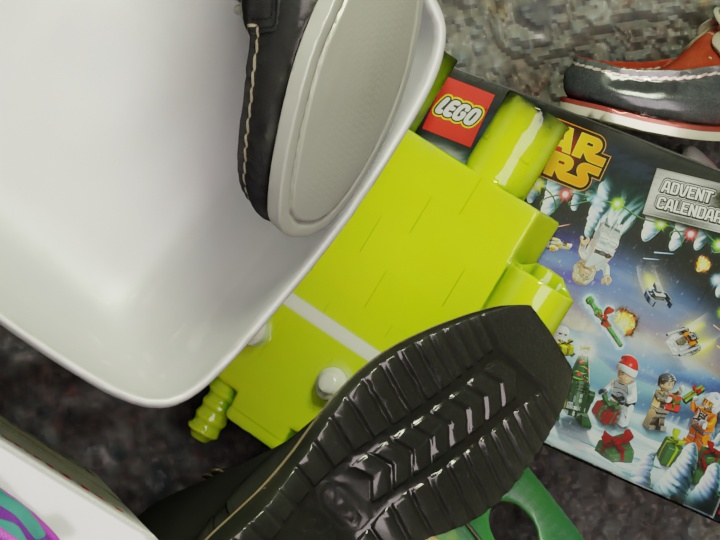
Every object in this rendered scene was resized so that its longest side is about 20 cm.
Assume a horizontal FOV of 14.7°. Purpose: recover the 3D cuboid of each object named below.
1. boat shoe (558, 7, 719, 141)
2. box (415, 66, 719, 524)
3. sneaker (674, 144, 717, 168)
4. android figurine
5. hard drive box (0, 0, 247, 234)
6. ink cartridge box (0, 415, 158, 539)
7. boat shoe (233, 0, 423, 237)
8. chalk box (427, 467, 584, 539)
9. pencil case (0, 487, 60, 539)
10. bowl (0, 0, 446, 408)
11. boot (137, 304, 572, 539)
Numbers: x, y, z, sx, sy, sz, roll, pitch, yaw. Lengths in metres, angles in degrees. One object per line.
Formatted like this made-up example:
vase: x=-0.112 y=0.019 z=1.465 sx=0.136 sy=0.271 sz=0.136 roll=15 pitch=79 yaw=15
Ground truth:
boat shoe: x=0.182 y=-0.091 z=1.252 sx=0.199 sy=0.071 sz=0.063 roll=-1 pitch=105 yaw=-17
box: x=0.095 y=0.008 z=1.199 sx=0.199 sy=0.040 sz=0.137 roll=23 pitch=86 yaw=24
sneaker: x=0.169 y=-0.007 z=1.254 sx=0.199 sy=0.078 sz=0.100 roll=-2 pitch=90 yaw=-14
android figurine: x=0.000 y=0.000 z=1.194 sx=0.182 sy=0.041 sz=0.200 roll=35 pitch=93 yaw=23
hard drive box: x=-0.141 y=-0.095 z=1.136 sx=0.200 sy=0.156 sz=0.077 roll=32 pitch=86 yaw=-12
ink cartridge box: x=-0.190 y=0.117 z=1.112 sx=0.146 sy=0.200 sz=0.146 roll=33 pitch=86 yaw=-12
boat shoe: x=-0.015 y=-0.114 z=0.981 sx=0.060 sy=0.074 sz=0.201 roll=19 pitch=104 yaw=26
chalk box: x=0.012 y=0.163 z=1.199 sx=0.200 sy=0.124 sz=0.125 roll=-41 pitch=102 yaw=-8
pencil case: x=-0.181 y=0.160 z=0.972 sx=0.092 sy=0.085 sz=0.200 roll=33 pitch=87 yaw=4
bowl: x=-0.093 y=-0.074 z=1.030 sx=0.199 sy=0.075 sz=0.200 roll=38 pitch=83 yaw=-12
boot: x=-0.021 y=0.081 z=1.137 sx=0.200 sy=0.138 sz=0.078 roll=-36 pitch=105 yaw=-18
